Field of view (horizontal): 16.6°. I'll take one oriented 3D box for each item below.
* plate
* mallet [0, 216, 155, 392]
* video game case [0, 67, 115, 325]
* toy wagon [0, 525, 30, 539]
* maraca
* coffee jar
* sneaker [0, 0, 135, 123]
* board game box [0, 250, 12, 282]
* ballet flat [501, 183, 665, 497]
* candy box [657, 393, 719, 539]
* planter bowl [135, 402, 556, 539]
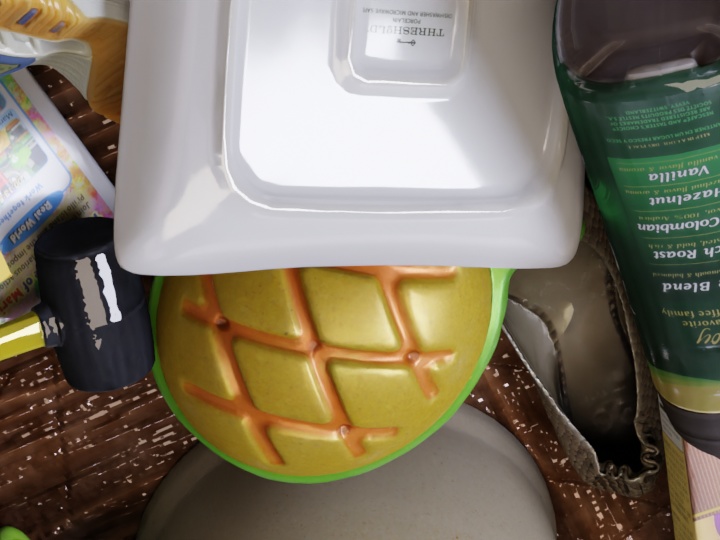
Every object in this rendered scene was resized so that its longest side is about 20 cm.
[{"bbox_3d":[0.011,-0.095,0.905,0.199,0.032,0.201,0,101,-27],"label":"plate"},{"bbox_3d":[-0.172,0.031,0.948,0.199,0.041,0.066,-15,114,-27],"label":"mallet"},{"bbox_3d":[-0.205,-0.017,0.943,0.200,0.024,0.182,-45,126,-15],"label":"video game case"},{"bbox_3d":[-0.203,0.173,1.124,0.155,0.040,0.200,-35,123,14],"label":"toy wagon"},{"bbox_3d":[0.000,0.000,0.996,0.137,0.107,0.200,40,105,-11],"label":"maraca"},{"bbox_3d":[0.135,-0.026,0.933,0.085,0.104,0.200,-10,128,16],"label":"coffee jar"},{"bbox_3d":[-0.097,-0.112,0.922,0.075,0.088,0.200,-29,151,33],"label":"sneaker"},{"bbox_3d":[-0.238,-0.008,0.879,0.200,0.034,0.135,-33,117,-22],"label":"board game box"},{"bbox_3d":[0.091,0.028,1.069,0.067,0.046,0.200,-22,126,4],"label":"ballet flat"},{"bbox_3d":[0.192,0.074,1.065,0.116,0.056,0.201,-8,100,-2],"label":"candy box"},{"bbox_3d":[0.003,0.170,1.100,0.199,0.135,0.201,-5,125,-7],"label":"planter bowl"}]
